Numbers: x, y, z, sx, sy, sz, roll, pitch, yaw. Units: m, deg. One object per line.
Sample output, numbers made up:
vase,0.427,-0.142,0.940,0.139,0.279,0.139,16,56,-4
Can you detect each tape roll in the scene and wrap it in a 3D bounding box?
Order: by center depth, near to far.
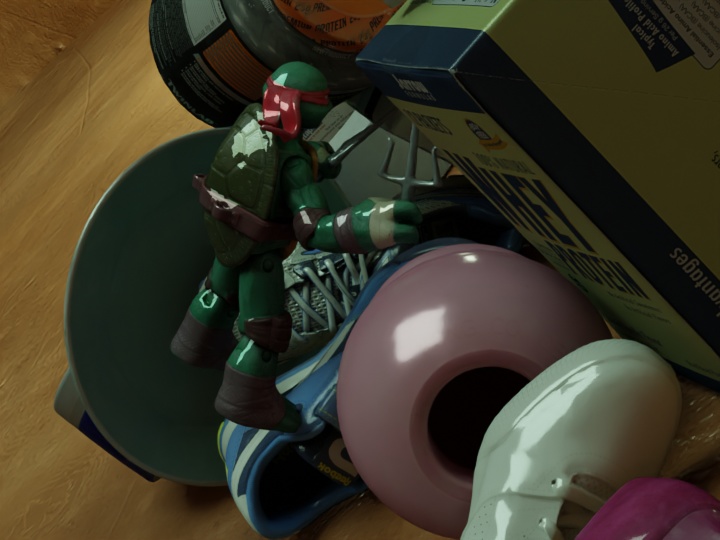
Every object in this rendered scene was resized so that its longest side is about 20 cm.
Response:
tape roll,-0.011,-0.075,1.407,0.200,0.066,0.200,-41,17,16

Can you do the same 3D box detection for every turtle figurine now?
turtle figurine,-0.035,-0.030,0.993,0.150,0.100,0.201,-111,39,-65

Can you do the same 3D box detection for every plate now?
plate,-0.080,0.020,1.121,0.200,0.200,0.026,-52,31,-19

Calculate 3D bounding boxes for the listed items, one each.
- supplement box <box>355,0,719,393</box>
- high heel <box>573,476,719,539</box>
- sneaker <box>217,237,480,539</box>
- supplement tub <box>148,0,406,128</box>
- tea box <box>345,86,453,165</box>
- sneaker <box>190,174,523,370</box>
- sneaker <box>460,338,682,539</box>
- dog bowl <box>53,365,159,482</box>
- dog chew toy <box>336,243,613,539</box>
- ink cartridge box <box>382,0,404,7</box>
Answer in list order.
supplement box,0.145,-0.088,0.823,0.200,0.200,0.134,-47,16,-5
high heel,0.058,0.149,0.708,0.200,0.067,0.096,-43,26,-7
sneaker,0.005,0.067,1.042,0.200,0.074,0.082,-45,22,21
supplement tub,-0.033,-0.146,1.063,0.123,0.122,0.200,-52,13,-18
tea box,0.095,-0.152,1.128,0.201,0.133,0.197,-64,14,5
sneaker,0.000,0.000,1.092,0.199,0.077,0.085,-25,14,-13
sneaker,0.066,0.122,0.778,0.200,0.075,0.089,-55,20,7
dog bowl,-0.100,0.031,1.248,0.200,0.079,0.200,-52,-3,-4
dog chew toy,0.051,0.044,0.907,0.125,0.125,0.200,-44,8,7
ink cartridge box,0.072,-0.195,0.779,0.200,0.068,0.116,-25,27,50
